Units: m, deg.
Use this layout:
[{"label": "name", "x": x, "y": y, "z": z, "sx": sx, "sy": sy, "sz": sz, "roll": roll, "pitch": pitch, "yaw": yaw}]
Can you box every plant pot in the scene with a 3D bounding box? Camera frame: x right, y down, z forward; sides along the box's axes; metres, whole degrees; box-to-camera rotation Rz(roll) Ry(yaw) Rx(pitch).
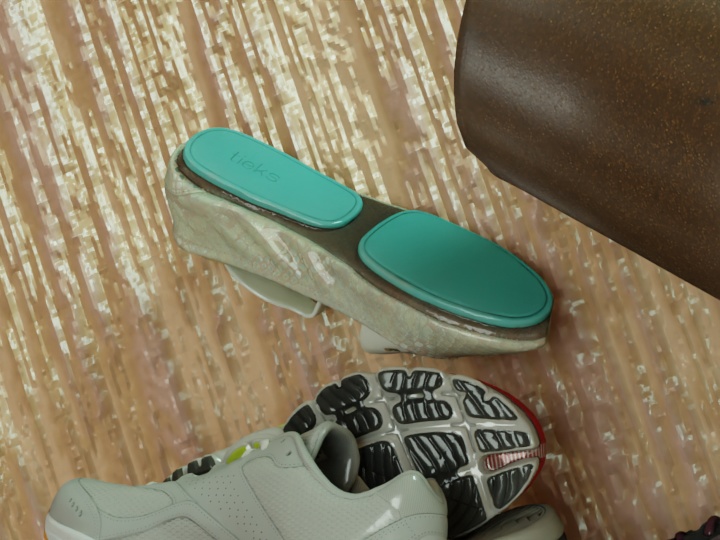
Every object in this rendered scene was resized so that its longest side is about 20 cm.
[{"label": "plant pot", "x": 0.155, "y": -0.071, "z": 1.102, "sx": 0.198, "sy": 0.200, "sz": 0.200, "roll": 24, "pitch": 100, "yaw": 31}]

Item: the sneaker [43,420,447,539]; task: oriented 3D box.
[{"label": "sneaker", "x": -0.041, "y": 0.101, "z": 1.171, "sx": 0.200, "sy": 0.076, "sz": 0.092, "roll": 13, "pitch": 83, "yaw": 37}]

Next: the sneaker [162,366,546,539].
[{"label": "sneaker", "x": 0.000, "y": 0.083, "z": 1.224, "sx": 0.200, "sy": 0.085, "sz": 0.077, "roll": -17, "pitch": 87, "yaw": 36}]

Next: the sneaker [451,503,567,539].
[{"label": "sneaker", "x": 0.036, "y": 0.174, "z": 1.206, "sx": 0.200, "sy": 0.075, "sz": 0.106, "roll": -37, "pitch": 80, "yaw": 45}]

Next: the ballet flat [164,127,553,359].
[{"label": "ballet flat", "x": 0.000, "y": 0.000, "z": 1.250, "sx": 0.200, "sy": 0.067, "sz": 0.062, "roll": 28, "pitch": 130, "yaw": 26}]

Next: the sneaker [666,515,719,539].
[{"label": "sneaker", "x": 0.179, "y": 0.098, "z": 1.159, "sx": 0.200, "sy": 0.076, "sz": 0.116, "roll": 3, "pitch": 79, "yaw": 22}]
